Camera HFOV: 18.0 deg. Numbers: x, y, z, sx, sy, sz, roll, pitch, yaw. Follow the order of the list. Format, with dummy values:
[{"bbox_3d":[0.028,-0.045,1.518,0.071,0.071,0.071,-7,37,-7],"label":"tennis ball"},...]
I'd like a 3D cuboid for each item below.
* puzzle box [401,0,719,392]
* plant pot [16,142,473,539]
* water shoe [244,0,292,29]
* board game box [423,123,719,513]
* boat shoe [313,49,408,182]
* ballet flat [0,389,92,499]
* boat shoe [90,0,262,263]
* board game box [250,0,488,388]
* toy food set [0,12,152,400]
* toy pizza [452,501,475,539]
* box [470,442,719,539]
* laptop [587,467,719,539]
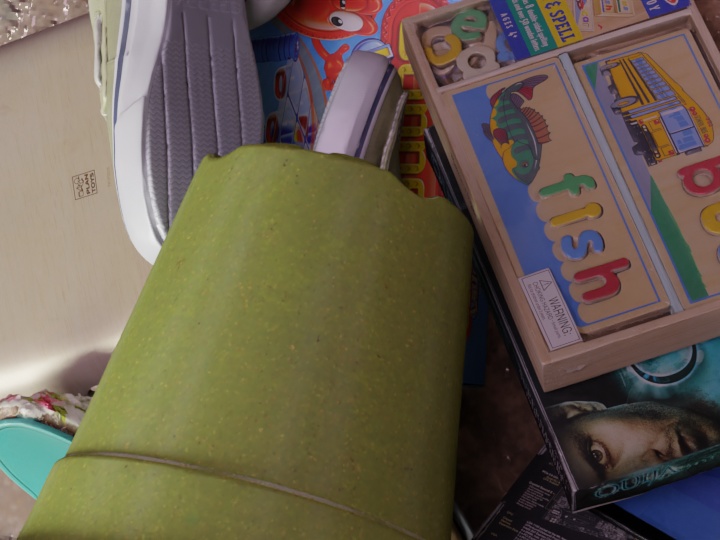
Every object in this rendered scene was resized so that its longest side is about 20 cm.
[{"bbox_3d":[0.110,-0.051,1.016,0.132,0.025,0.201,-18,58,-5],"label":"puzzle box"},{"bbox_3d":[-0.031,0.057,0.942,0.199,0.200,0.191,9,73,23],"label":"plant pot"},{"bbox_3d":[0.000,-0.191,1.102,0.071,0.079,0.201,26,83,44],"label":"water shoe"},{"bbox_3d":[0.122,-0.001,1.016,0.134,0.028,0.201,-18,59,-5],"label":"board game box"},{"bbox_3d":[0.000,0.000,1.061,0.062,0.072,0.201,11,98,4],"label":"boat shoe"},{"bbox_3d":[-0.097,0.107,1.101,0.075,0.200,0.064,-30,32,37],"label":"ballet flat"},{"bbox_3d":[-0.089,-0.097,1.046,0.062,0.072,0.201,-15,70,47],"label":"boat shoe"},{"bbox_3d":[-0.033,-0.045,1.136,0.195,0.056,0.202,1,86,23],"label":"board game box"},{"bbox_3d":[-0.121,-0.035,1.117,0.143,0.060,0.201,-16,72,21],"label":"toy food set"},{"bbox_3d":[-0.040,0.155,1.071,0.199,0.032,0.201,0,124,0],"label":"toy pizza"},{"bbox_3d":[0.152,0.145,0.997,0.199,0.160,0.044,23,137,21],"label":"box"},{"bbox_3d":[0.222,0.052,0.993,0.177,0.103,0.201,29,97,25],"label":"laptop"}]
